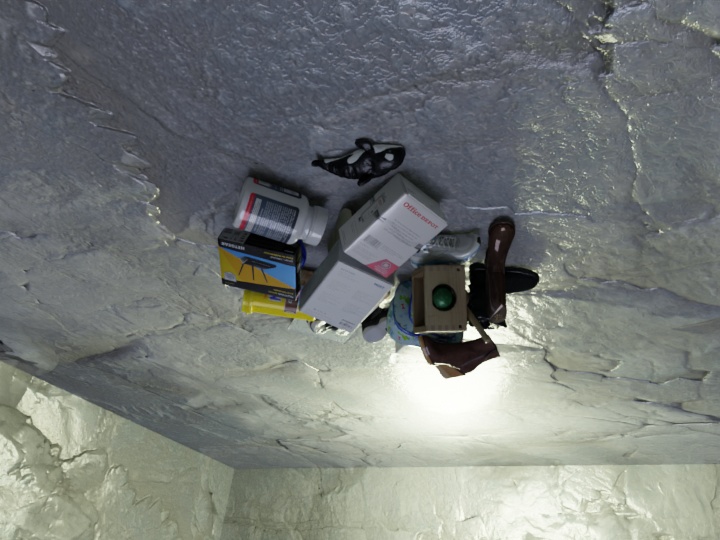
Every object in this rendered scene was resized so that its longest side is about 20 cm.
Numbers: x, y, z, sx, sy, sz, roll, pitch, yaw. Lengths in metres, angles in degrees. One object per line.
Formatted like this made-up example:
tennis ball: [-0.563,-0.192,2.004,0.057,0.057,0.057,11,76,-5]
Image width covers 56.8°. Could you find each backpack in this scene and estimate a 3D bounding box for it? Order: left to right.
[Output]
backpack: [0.177,0.113,1.788,0.198,0.184,0.147,12,150,-3]

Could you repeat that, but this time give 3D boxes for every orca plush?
orca plush: [-0.006,-0.213,1.385,0.198,0.072,0.105,3,150,9]

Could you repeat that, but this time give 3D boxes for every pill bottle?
pill bottle: [-0.182,-0.128,1.526,0.199,0.120,0.120,18,149,-15]

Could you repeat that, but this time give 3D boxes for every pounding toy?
pounding toy: [0.213,0.084,1.608,0.141,0.186,0.200,0,173,-7]

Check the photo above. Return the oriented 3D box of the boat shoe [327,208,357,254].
boat shoe: [-0.030,-0.088,1.607,0.062,0.072,0.200,5,154,-13]

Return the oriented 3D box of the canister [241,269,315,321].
canister: [-0.214,0.056,1.823,0.198,0.149,0.087,9,146,-6]

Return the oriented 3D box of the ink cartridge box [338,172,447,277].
ink cartridge box: [0.072,-0.097,1.487,0.146,0.083,0.200,31,119,-34]

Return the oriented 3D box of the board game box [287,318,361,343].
board game box: [-0.109,0.164,2.099,0.199,0.026,0.200,16,149,-14]

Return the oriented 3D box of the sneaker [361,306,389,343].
sneaker: [0.081,0.123,1.938,0.199,0.114,0.076,-30,127,-4]

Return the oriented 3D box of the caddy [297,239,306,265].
caddy: [-0.236,-0.038,1.714,0.199,0.105,0.142,-8,123,26]

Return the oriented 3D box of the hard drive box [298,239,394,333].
hard drive box: [-0.035,0.042,1.612,0.155,0.077,0.200,25,129,-20]

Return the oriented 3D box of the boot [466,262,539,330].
boot: [0.355,0.071,1.690,0.197,0.163,0.073,8,152,0]

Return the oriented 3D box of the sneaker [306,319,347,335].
sneaker: [-0.101,0.125,1.966,0.198,0.130,0.080,-3,129,-47]

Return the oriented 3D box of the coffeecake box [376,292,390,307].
coffeecake box: [-0.021,0.055,1.843,0.153,0.073,0.200,20,148,-15]

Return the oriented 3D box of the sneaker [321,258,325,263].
sneaker: [0.000,0.000,1.679,0.198,0.081,0.086,-11,-166,-1]

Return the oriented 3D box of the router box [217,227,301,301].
router box: [-0.244,-0.014,1.628,0.199,0.051,0.150,12,131,10]

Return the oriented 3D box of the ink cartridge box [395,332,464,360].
ink cartridge box: [0.208,0.200,2.026,0.145,0.085,0.200,16,151,-13]

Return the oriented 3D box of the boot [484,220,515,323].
boot: [0.324,0.009,1.554,0.064,0.201,0.187,4,150,6]

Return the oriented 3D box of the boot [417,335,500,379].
boot: [0.251,0.196,1.699,0.166,0.073,0.200,-28,133,15]

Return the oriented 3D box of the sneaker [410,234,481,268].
sneaker: [0.191,-0.058,1.606,0.199,0.075,0.087,-13,138,32]
